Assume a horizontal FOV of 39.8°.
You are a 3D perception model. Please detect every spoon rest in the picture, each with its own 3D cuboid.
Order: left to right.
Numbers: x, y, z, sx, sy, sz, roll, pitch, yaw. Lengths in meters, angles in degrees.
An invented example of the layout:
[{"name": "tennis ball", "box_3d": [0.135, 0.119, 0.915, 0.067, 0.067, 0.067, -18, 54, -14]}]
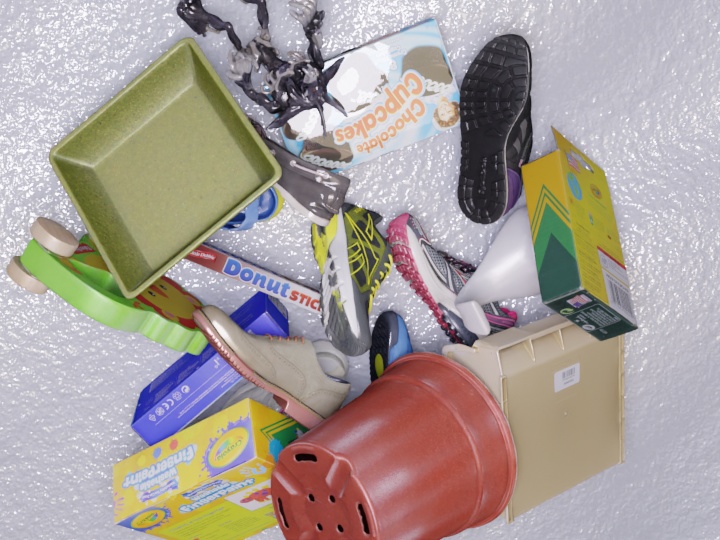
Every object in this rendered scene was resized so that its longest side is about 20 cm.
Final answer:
[{"name": "spoon rest", "box_3d": [0.166, 0.001, 1.100, 0.200, 0.060, 0.100, -38, 108, -37]}]

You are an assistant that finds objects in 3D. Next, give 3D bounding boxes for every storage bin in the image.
[{"name": "storage bin", "box_3d": [0.198, 0.148, 1.116, 0.198, 0.093, 0.201, -16, 109, -34]}]

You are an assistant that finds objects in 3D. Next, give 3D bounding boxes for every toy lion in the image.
[{"name": "toy lion", "box_3d": [-0.243, 0.023, 1.043, 0.191, 0.200, 0.069, 37, 99, 6]}]

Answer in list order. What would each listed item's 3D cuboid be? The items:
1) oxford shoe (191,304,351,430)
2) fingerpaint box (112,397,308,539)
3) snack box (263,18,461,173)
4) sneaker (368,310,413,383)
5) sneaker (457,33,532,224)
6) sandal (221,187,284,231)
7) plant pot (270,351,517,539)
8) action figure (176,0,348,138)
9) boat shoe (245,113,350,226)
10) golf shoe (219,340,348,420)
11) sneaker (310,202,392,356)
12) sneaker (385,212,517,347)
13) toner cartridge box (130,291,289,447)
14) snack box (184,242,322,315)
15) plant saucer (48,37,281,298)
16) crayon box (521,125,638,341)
[{"name": "oxford shoe", "box_3d": [-0.092, 0.089, 1.044, 0.074, 0.071, 0.200, -50, 120, -6]}, {"name": "fingerpaint box", "box_3d": [-0.145, 0.231, 1.101, 0.199, 0.074, 0.166, -28, 143, 23]}, {"name": "snack box", "box_3d": [0.006, -0.183, 1.082, 0.198, 0.037, 0.117, -21, 107, 1]}, {"name": "sneaker", "box_3d": [0.055, 0.141, 1.169, 0.077, 0.066, 0.203, -7, 107, -15]}, {"name": "sneaker", "box_3d": [0.153, -0.157, 1.081, 0.075, 0.087, 0.203, 20, 115, 27]}, {"name": "sandal", "box_3d": [-0.181, -0.081, 1.071, 0.197, 0.087, 0.081, -1, 108, -3]}, {"name": "plant pot", "box_3d": [0.024, 0.209, 1.017, 0.194, 0.199, 0.204, -20, 113, -45]}, {"name": "action figure", "box_3d": [-0.093, -0.224, 1.003, 0.200, 0.102, 0.119, 43, 78, 5]}, {"name": "boat shoe", "box_3d": [-0.094, -0.125, 1.051, 0.199, 0.067, 0.057, 39, 101, 14]}, {"name": "golf shoe", "box_3d": [-0.099, 0.161, 1.144, 0.199, 0.092, 0.075, -40, 107, 8]}, {"name": "sneaker", "box_3d": [0.000, 0.000, 1.064, 0.083, 0.202, 0.075, 3, 143, -17]}, {"name": "sneaker", "box_3d": [0.100, 0.012, 1.130, 0.075, 0.081, 0.201, -42, 113, -8]}, {"name": "toner cartridge box", "box_3d": [-0.167, 0.108, 1.120, 0.199, 0.095, 0.043, -40, 105, 7]}, {"name": "snack box", "box_3d": [-0.114, 0.007, 1.086, 0.198, 0.072, 0.025, 24, 91, -23]}, {"name": "plant saucer", "box_3d": [-0.194, -0.101, 1.011, 0.199, 0.048, 0.201, -38, 68, 6]}, {"name": "crayon box", "box_3d": [0.232, -0.039, 1.067, 0.050, 0.202, 0.126, -24, 144, 33]}]
